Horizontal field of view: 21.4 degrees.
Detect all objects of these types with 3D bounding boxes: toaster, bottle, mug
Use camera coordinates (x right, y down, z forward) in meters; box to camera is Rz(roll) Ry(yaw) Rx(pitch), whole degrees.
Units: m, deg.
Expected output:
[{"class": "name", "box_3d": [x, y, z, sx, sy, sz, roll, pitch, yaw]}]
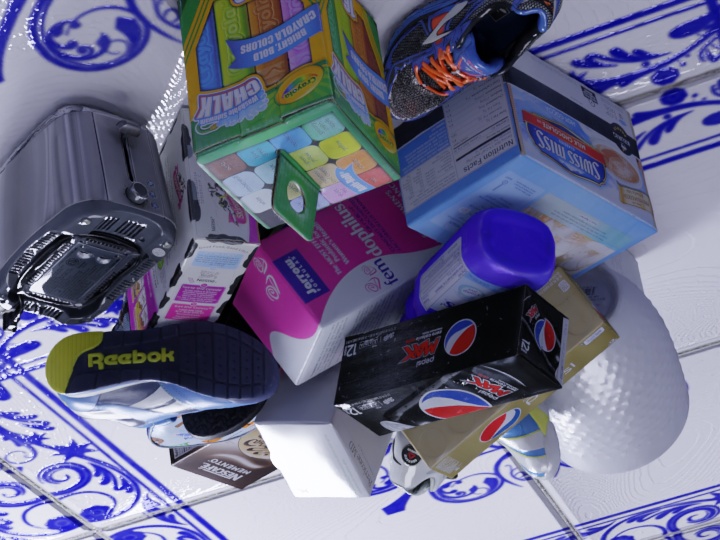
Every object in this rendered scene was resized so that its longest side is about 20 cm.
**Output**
[{"class": "toaster", "box_3d": [-0.241, -0.045, 1.605, 0.113, 0.130, 0.200, 17, 139, -35]}, {"class": "bottle", "box_3d": [0.088, 0.018, 1.614, 0.083, 0.066, 0.200, 14, 149, -20]}, {"class": "mug", "box_3d": [0.198, 0.078, 1.798, 0.199, 0.148, 0.176, 11, 146, 30]}]

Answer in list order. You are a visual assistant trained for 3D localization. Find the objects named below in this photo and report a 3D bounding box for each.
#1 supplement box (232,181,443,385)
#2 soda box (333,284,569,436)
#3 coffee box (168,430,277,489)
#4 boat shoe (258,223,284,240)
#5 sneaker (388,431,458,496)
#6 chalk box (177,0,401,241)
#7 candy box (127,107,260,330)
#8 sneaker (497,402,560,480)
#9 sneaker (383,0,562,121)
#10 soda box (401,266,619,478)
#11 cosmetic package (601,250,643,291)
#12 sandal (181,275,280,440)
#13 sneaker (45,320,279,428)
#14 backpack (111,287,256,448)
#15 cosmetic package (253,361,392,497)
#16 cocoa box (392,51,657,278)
[{"class": "supplement box", "box_3d": [0.000, 0.000, 1.694, 0.199, 0.101, 0.104, -29, 160, -31]}, {"class": "soda box", "box_3d": [0.074, 0.077, 1.580, 0.199, 0.071, 0.063, -18, 139, 39]}, {"class": "coffee box", "box_3d": [-0.096, 0.146, 2.000, 0.200, 0.080, 0.113, -31, 144, 31]}, {"class": "boat shoe", "box_3d": [-0.091, -0.063, 1.681, 0.066, 0.075, 0.199, 28, 154, -11]}, {"class": "sneaker", "box_3d": [0.065, 0.169, 1.833, 0.074, 0.089, 0.200, 27, -174, 16]}, {"class": "chalk box", "box_3d": [-0.052, -0.122, 1.465, 0.123, 0.201, 0.125, -21, 147, 17]}, {"class": "candy box", "box_3d": [-0.150, -0.027, 1.654, 0.061, 0.137, 0.200, 4, 147, -21]}, {"class": "sneaker", "box_3d": [0.100, 0.118, 1.751, 0.105, 0.201, 0.076, -20, 152, -20]}, {"class": "sneaker", "box_3d": [0.083, -0.180, 1.513, 0.075, 0.079, 0.200, 33, 129, -21]}, {"class": "soda box", "box_3d": [0.125, 0.091, 1.669, 0.200, 0.068, 0.064, -40, 156, 7]}, {"class": "cosmetic package", "box_3d": [0.199, -0.004, 1.851, 0.101, 0.074, 0.200, -21, 145, 20]}, {"class": "sandal", "box_3d": [-0.100, 0.072, 1.722, 0.075, 0.201, 0.045, 15, 149, 13]}, {"class": "sneaker", "box_3d": [-0.168, 0.093, 1.647, 0.199, 0.074, 0.082, 1, 147, 3]}, {"class": "backpack", "box_3d": [-0.153, 0.085, 1.833, 0.199, 0.155, 0.191, 1, 157, -22]}, {"class": "cosmetic package", "box_3d": [-0.015, 0.100, 1.762, 0.084, 0.201, 0.108, -3, 135, 26]}, {"class": "cocoa box", "box_3d": [0.138, -0.087, 1.641, 0.133, 0.132, 0.200, -32, 142, 32]}]
